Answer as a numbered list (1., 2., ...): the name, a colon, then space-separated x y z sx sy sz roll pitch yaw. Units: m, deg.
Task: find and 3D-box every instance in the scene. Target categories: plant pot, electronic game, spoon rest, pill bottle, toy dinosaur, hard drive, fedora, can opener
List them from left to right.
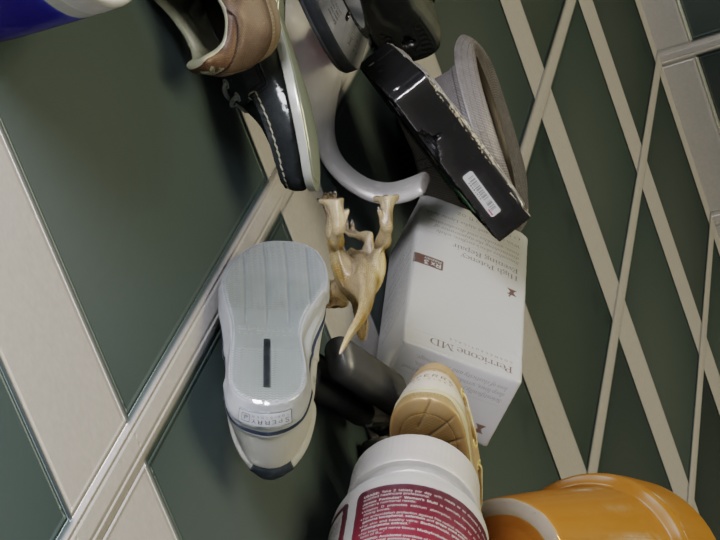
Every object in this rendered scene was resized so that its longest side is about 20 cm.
1. electronic game: -0.042 -0.240 1.691 0.200 0.041 0.201 -21 90 -82
2. spoon rest: -0.024 -0.133 1.773 0.200 0.060 0.099 57 19 -12
3. toy dinosaur: 0.000 0.000 1.567 0.200 0.058 0.102 -135 -137 -80
4. can opener: 0.011 0.106 1.647 0.200 0.053 0.067 38 39 -62
5. pill bottle: 0.029 0.203 1.514 0.200 0.109 0.110 -79 149 -56
6. hard drive: 0.064 -0.105 1.805 0.140 0.038 0.200 53 1 -14
7. fedora: 0.083 -0.110 2.014 0.200 0.090 0.178 -75 148 -73
8. plant pot: 0.155 0.248 1.783 0.183 0.200 0.201 20 54 -51

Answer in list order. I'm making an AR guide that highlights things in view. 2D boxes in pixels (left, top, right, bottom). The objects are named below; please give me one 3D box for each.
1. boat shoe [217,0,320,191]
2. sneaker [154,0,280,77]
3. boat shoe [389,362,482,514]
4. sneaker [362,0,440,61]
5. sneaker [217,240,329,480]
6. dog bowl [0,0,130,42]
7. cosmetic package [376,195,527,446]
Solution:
1. boat shoe: -0.072 -0.144 1.592 0.076 0.060 0.201 68 9 -72
2. sneaker: -0.117 -0.222 1.502 0.075 0.070 0.201 -34 99 -51
3. boat shoe: 0.058 0.155 1.648 0.069 0.073 0.201 -72 165 -55
4. sneaker: 0.017 -0.279 1.988 0.200 0.076 0.115 56 22 -54
5. sneaker: -0.059 0.054 1.465 0.200 0.073 0.071 -81 177 -57
6. dog bowl: -0.192 -0.227 1.239 0.200 0.078 0.201 -15 90 -74
7. cosmetic package: 0.072 0.036 1.800 0.200 0.101 0.074 -84 -163 -56
